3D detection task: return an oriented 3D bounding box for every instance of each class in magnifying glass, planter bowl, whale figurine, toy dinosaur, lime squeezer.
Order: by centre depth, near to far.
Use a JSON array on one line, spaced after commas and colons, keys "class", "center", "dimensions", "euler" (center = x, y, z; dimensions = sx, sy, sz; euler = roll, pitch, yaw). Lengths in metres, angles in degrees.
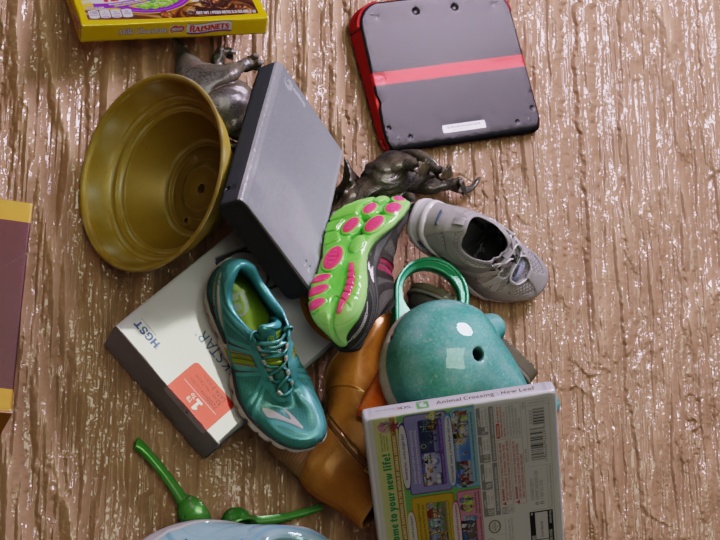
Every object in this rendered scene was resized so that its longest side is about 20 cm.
[{"class": "whale figurine", "center": [0.117, 0.109, 1.515], "dimensions": [0.200, 0.104, 0.159], "euler": [33, 62, -16]}, {"class": "lime squeezer", "center": [-0.137, 0.232, 1.535], "dimensions": [0.200, 0.038, 0.071], "euler": [21, 37, -11]}, {"class": "planter bowl", "center": [-0.183, -0.090, 1.559], "dimensions": [0.083, 0.200, 0.201], "euler": [15, 65, -50]}, {"class": "magnifying glass", "center": [0.048, 0.069, 1.569], "dimensions": [0.080, 0.022, 0.200], "euler": [31, 56, -2]}, {"class": "toy dinosaur", "center": [-0.142, -0.183, 1.625], "dimensions": [0.200, 0.077, 0.102], "euler": [52, 51, -2]}, {"class": "toy dinosaur", "center": [0.050, -0.104, 1.670], "dimensions": [0.200, 0.102, 0.077], "euler": [-22, 125, -38]}]

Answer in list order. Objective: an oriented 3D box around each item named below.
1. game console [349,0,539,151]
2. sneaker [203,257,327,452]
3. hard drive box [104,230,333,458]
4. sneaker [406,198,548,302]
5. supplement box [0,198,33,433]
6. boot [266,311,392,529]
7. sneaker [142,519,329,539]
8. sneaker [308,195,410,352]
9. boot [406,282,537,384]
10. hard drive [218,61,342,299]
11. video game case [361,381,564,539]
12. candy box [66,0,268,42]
[{"class": "game console", "center": [0.095, -0.227, 1.758], "dimensions": [0.200, 0.031, 0.177], "euler": [-10, 82, -21]}, {"class": "sneaker", "center": [-0.091, 0.081, 1.482], "dimensions": [0.077, 0.080, 0.200], "euler": [-25, 83, -24]}, {"class": "hard drive box", "center": [-0.128, 0.063, 1.562], "dimensions": [0.200, 0.077, 0.156], "euler": [-42, 89, -25]}, {"class": "sneaker", "center": [0.137, -0.012, 1.644], "dimensions": [0.200, 0.082, 0.075], "euler": [24, 81, -41]}, {"class": "supplement box", "center": [-0.416, 0.038, 1.438], "dimensions": [0.197, 0.133, 0.200], "euler": [8, 71, -17]}, {"class": "boot", "center": [0.017, 0.150, 1.563], "dimensions": [0.144, 0.071, 0.201], "euler": [33, 74, 21]}, {"class": "sneaker", "center": [-0.116, 0.268, 1.465], "dimensions": [0.200, 0.082, 0.074], "euler": [-5, 84, -20]}, {"class": "sneaker", "center": [0.000, 0.000, 1.554], "dimensions": [0.077, 0.084, 0.200], "euler": [5, 46, 24]}, {"class": "boot", "center": [0.074, 0.136, 1.620], "dimensions": [0.182, 0.073, 0.200], "euler": [39, 72, -2]}, {"class": "hard drive", "center": [-0.076, -0.091, 1.544], "dimensions": [0.140, 0.033, 0.200], "euler": [54, 33, -38]}, {"class": "video game case", "center": [0.101, 0.206, 1.490], "dimensions": [0.182, 0.022, 0.200], "euler": [-8, 119, -3]}, {"class": "candy box", "center": [-0.207, -0.282, 1.644], "dimensions": [0.200, 0.026, 0.102], "euler": [-6, 42, -21]}]
